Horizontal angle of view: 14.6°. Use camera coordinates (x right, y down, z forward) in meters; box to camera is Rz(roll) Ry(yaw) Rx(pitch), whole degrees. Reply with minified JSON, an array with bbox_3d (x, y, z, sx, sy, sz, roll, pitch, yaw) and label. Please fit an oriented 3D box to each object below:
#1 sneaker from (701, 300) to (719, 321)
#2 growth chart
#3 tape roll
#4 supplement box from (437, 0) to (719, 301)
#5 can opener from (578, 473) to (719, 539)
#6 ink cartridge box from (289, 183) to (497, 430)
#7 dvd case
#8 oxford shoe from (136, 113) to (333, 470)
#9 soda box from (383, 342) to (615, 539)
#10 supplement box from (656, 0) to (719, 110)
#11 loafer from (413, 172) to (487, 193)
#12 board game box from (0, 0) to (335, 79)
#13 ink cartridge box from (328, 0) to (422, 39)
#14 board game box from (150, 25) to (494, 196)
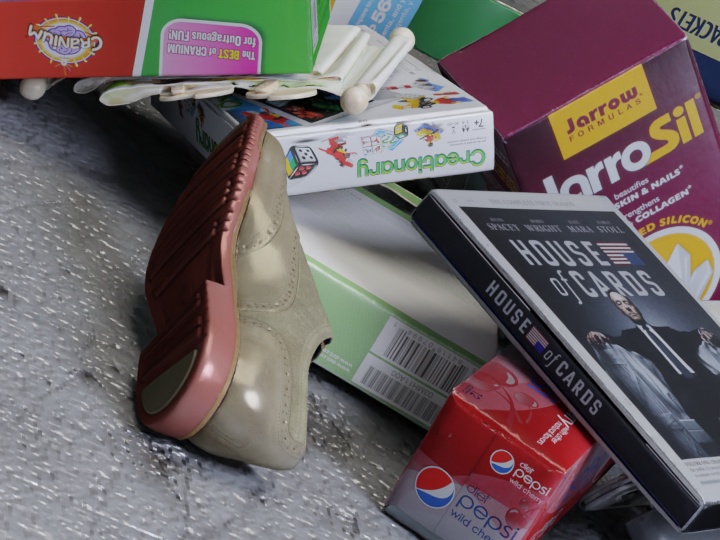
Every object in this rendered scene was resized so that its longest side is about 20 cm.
[{"bbox_3d":[0.209,0.041,1.438,0.199,0.071,0.074,-7,76,-32],"label":"sneaker"},{"bbox_3d":[-0.071,-0.104,1.410,0.198,0.018,0.145,3,20,21],"label":"growth chart"},{"bbox_3d":[0.091,-0.134,1.711,0.199,0.048,0.200,26,7,-3],"label":"tape roll"},{"bbox_3d":[0.130,-0.042,1.457,0.086,0.110,0.201,55,-8,50],"label":"supplement box"},{"bbox_3d":[0.180,0.117,1.406,0.199,0.053,0.067,4,61,-54],"label":"can opener"},{"bbox_3d":[0.000,0.000,1.404,0.145,0.048,0.200,30,15,-6],"label":"ink cartridge box"},{"bbox_3d":[0.128,0.038,1.294,0.150,0.025,0.200,0,44,-53],"label":"dvd case"},{"bbox_3d":[-0.050,0.012,1.243,0.075,0.070,0.201,31,39,-21],"label":"oxford shoe"},{"bbox_3d":[0.086,0.070,1.298,0.063,0.070,0.200,35,25,10],"label":"soda box"},{"bbox_3d":[0.243,-0.187,1.622,0.134,0.201,0.200,28,7,31],"label":"supplement box"},{"bbox_3d":[0.053,-0.077,1.665,0.063,0.072,0.200,18,5,25],"label":"loafer"},{"bbox_3d":[-0.116,-0.137,1.421,0.198,0.041,0.153,-1,20,5],"label":"board game box"},{"bbox_3d":[-0.084,-0.177,1.588,0.199,0.126,0.129,18,23,-37],"label":"ink cartridge box"},{"bbox_3d":[-0.024,-0.083,1.427,0.125,0.035,0.200,-8,19,-16],"label":"board game box"}]
